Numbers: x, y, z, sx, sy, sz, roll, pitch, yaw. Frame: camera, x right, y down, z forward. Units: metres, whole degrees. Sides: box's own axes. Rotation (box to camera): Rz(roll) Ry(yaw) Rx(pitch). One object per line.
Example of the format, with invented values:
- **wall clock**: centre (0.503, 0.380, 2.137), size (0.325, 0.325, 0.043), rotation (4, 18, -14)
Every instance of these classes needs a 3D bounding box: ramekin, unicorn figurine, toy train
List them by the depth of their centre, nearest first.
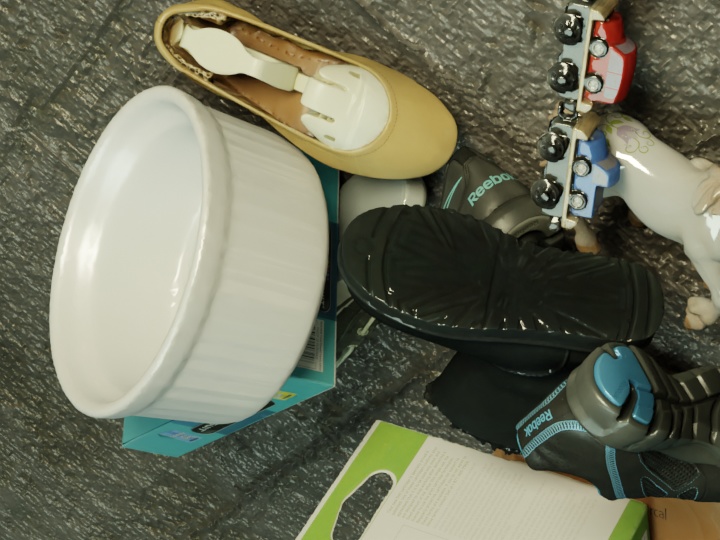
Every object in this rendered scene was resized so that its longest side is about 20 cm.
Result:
- **toy train**: centre (0.124, -0.111, 1.129), size (0.045, 0.034, 0.202), rotation (14, 118, 15)
- **unicorn figurine**: centre (0.182, -0.037, 1.178), size (0.198, 0.074, 0.138), rotation (21, 146, 16)
- **ramekin**: centre (-0.103, -0.002, 1.302), size (0.097, 0.202, 0.200), rotation (15, 156, -31)

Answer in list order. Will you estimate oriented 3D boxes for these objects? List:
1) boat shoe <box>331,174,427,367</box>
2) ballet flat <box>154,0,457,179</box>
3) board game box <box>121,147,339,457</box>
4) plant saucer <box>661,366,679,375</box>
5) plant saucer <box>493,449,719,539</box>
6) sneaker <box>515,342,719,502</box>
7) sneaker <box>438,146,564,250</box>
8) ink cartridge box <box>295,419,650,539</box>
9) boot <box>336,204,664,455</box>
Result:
- **boat shoe**: centre (0.000, 0.000, 1.385), size (0.063, 0.071, 0.200), rotation (13, 143, -25)
- **ballet flat**: centre (-0.039, -0.107, 1.276), size (0.199, 0.069, 0.063), rotation (23, -174, 18)
- **board game box**: centre (-0.086, 0.024, 1.404), size (0.047, 0.152, 0.199), rotation (14, 156, -31)
- **plant saucer**: centre (0.190, 0.128, 1.395), size (0.199, 0.030, 0.201), rotation (22, 141, 18)
- **plant saucer**: centre (0.174, 0.148, 1.381), size (0.199, 0.032, 0.201), rotation (22, 142, 18)
- **sneaker**: centre (0.174, 0.095, 1.211), size (0.199, 0.074, 0.082), rotation (22, 136, -36)
- **sneaker**: centre (0.084, 0.001, 1.322), size (0.079, 0.075, 0.201), rotation (51, 159, 29)
- **ink cartridge box**: centre (0.068, 0.194, 1.369), size (0.199, 0.148, 0.076), rotation (17, 142, 27)
- **boot**: centre (0.071, 0.041, 1.238), size (0.196, 0.074, 0.163), rotation (11, 151, -6)
